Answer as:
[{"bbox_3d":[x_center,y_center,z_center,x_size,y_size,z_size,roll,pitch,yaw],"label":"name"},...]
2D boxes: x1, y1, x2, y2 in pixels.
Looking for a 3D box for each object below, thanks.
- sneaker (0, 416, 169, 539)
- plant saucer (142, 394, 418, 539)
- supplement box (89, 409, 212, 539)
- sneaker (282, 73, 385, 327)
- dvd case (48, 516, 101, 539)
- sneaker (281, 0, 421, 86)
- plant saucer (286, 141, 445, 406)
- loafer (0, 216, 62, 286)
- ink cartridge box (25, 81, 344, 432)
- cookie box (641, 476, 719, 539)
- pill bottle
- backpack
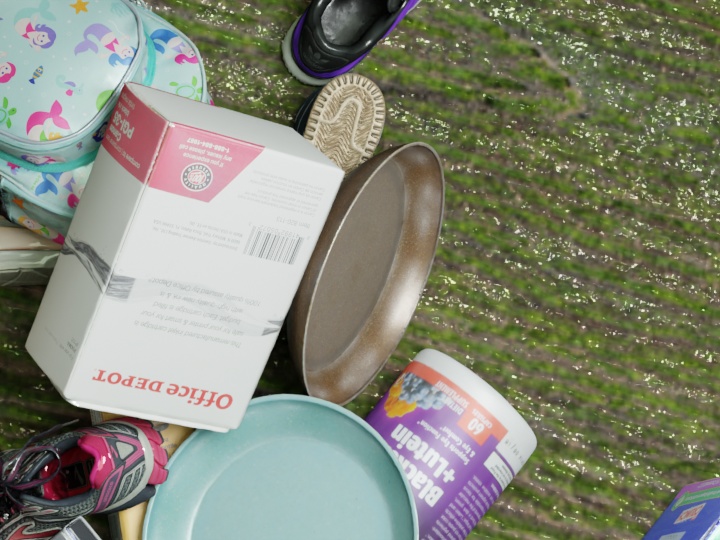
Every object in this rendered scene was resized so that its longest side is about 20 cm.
[{"bbox_3d":[-0.232,0.152,1.593,0.199,0.075,0.081,-28,77,24],"label":"sneaker"},{"bbox_3d":[-0.052,0.188,1.574,0.198,0.036,0.202,-4,75,15],"label":"plant saucer"},{"bbox_3d":[-0.155,0.122,1.644,0.066,0.069,0.202,-8,86,-15],"label":"supplement box"},{"bbox_3d":[-0.039,-0.051,1.674,0.070,0.109,0.201,25,96,-6],"label":"sneaker"},{"bbox_3d":[-0.173,0.281,1.589,0.200,0.150,0.025,52,43,0],"label":"dvd case"},{"bbox_3d":[0.024,-0.222,1.693,0.069,0.100,0.201,38,80,-4],"label":"sneaker"},{"bbox_3d":[0.000,0.000,1.630,0.032,0.200,0.202,21,79,23],"label":"plant saucer"},{"bbox_3d":[-0.188,-0.027,1.659,0.198,0.072,0.064,-3,76,-6],"label":"loafer"},{"bbox_3d":[-0.120,-0.007,1.535,0.146,0.083,0.201,13,107,-36],"label":"ink cartridge box"},{"bbox_3d":[0.311,0.239,1.646,0.200,0.171,0.075,41,77,-2],"label":"cookie box"},{"bbox_3d":[0.026,0.165,1.642,0.111,0.111,0.200,40,79,-2],"label":"pill bottle"},{"bbox_3d":[-0.202,-0.117,1.604,0.199,0.151,0.178,33,73,9],"label":"backpack"}]
